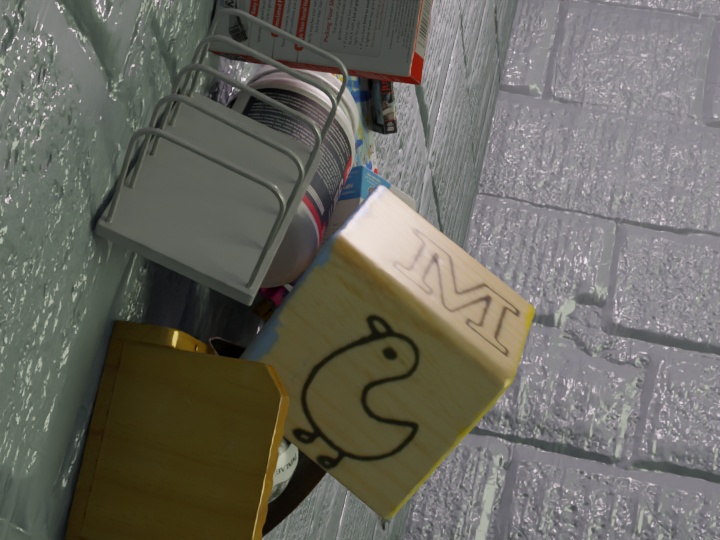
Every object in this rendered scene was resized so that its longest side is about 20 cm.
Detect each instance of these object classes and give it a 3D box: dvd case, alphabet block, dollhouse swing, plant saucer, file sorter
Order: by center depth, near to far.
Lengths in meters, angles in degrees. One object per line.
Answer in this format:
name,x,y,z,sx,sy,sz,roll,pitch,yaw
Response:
file sorter,-0.104,-0.103,1.050,0.201,0.138,0.125,-68,-175,-47
dollhouse swing,-0.140,0.162,1.104,0.182,0.174,0.202,52,48,-75
alphabet block,0.022,0.070,1.194,0.196,0.200,0.196,-52,180,25
plant saucer,-0.107,0.248,1.471,0.200,0.037,0.200,-39,-171,8
dvd case,0.013,-0.278,1.628,0.146,0.022,0.202,-138,-140,-75

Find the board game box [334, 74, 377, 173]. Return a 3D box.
board game box,-0.034,-0.168,1.548,0.196,0.055,0.202,-50,136,-69

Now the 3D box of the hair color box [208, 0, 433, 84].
hair color box,-0.035,-0.245,1.206,0.064,0.198,0.112,-1,101,-78

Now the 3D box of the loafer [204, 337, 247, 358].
loafer,-0.086,0.113,1.290,0.069,0.199,0.076,-63,-147,28

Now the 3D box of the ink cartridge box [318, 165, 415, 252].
ink cartridge box,0.000,0.000,1.422,0.115,0.067,0.202,29,60,-50

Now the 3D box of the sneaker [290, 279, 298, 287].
sneaker,-0.023,0.008,1.508,0.200,0.072,0.115,-13,92,-54

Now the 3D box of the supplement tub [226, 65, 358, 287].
supplement tub,-0.085,-0.096,1.242,0.141,0.139,0.201,88,16,-46

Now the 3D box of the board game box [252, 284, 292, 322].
board game box,-0.042,0.088,1.417,0.026,0.200,0.200,-46,177,-11

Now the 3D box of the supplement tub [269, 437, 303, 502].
supplement tub,-0.115,0.172,1.371,0.200,0.122,0.123,-61,158,-61
